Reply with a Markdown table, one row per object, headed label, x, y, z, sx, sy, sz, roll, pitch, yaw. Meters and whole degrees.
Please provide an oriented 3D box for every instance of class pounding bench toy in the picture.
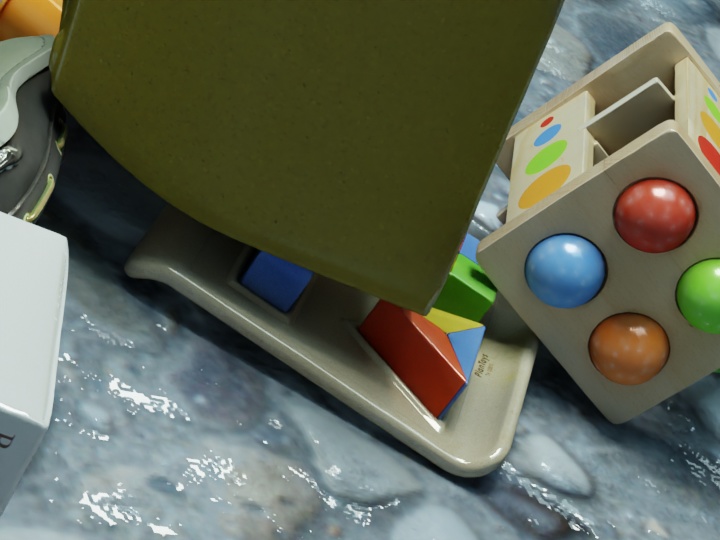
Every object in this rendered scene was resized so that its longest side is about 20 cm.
| label | x | y | z | sx | sy | sz | roll | pitch | yaw |
| --- | --- | --- | --- | --- | --- | --- | --- | --- | --- |
| pounding bench toy | 0.171 | 0.005 | 1.152 | 0.200 | 0.124 | 0.156 | 49 | 23 | -19 |

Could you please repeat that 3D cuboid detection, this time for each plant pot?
| label | x | y | z | sx | sy | sz | roll | pitch | yaw |
| --- | --- | --- | --- | --- | --- | --- | --- | --- | --- |
| plant pot | -0.035 | -0.130 | 1.020 | 0.199 | 0.195 | 0.196 | 15 | 30 | -12 |

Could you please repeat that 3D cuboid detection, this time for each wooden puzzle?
| label | x | y | z | sx | sy | sz | roll | pitch | yaw |
| --- | --- | --- | --- | --- | --- | --- | --- | --- | --- |
| wooden puzzle | 0.000 | 0.000 | 1.081 | 0.200 | 0.046 | 0.185 | 30 | 28 | -2 |

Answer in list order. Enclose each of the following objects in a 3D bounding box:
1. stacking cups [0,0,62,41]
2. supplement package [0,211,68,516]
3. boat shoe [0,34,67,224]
| label | x | y | z | sx | sy | sz | roll | pitch | yaw |
| --- | --- | --- | --- | --- | --- | --- | --- | --- | --- |
| stacking cups | -0.187 | -0.151 | 1.135 | 0.200 | 0.061 | 0.060 | 39 | 28 | 10 |
| supplement package | -0.214 | 0.027 | 0.745 | 0.199 | 0.117 | 0.117 | 21 | 28 | -16 |
| boat shoe | -0.169 | -0.060 | 0.998 | 0.201 | 0.071 | 0.061 | -92 | 164 | -71 |
